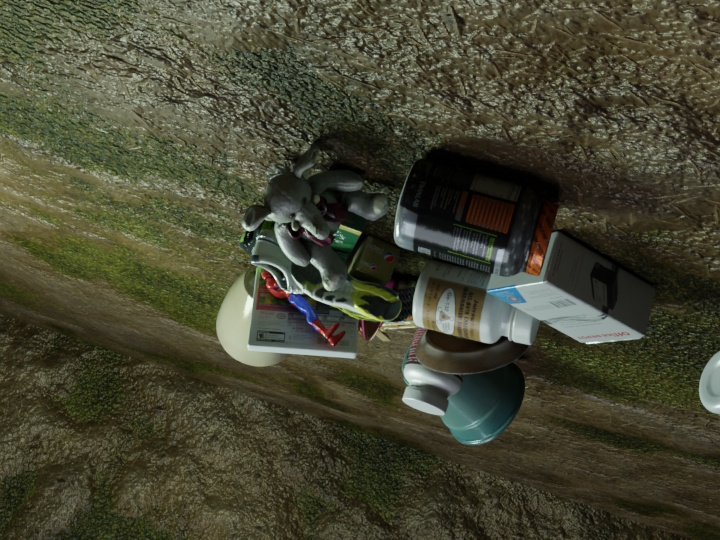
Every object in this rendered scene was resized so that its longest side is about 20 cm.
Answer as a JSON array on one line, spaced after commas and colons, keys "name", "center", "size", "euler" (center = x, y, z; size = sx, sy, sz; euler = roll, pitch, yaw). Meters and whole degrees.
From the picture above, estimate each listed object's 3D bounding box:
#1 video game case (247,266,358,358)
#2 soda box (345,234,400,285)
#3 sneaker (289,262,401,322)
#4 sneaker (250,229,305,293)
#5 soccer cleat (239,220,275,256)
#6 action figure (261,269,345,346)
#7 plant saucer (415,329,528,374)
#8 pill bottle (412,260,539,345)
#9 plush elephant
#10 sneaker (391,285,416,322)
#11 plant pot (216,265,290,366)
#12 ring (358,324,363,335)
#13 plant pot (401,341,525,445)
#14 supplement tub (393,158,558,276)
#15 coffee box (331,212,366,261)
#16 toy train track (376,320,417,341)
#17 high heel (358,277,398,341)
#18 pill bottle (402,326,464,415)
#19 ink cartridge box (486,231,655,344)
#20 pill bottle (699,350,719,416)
[{"name": "video game case", "center": [-0.102, 0.075, 1.853], "size": [0.197, 0.184, 0.023], "euler": [4, 142, -2]}, {"name": "soda box", "center": [0.000, 0.000, 1.770], "size": [0.063, 0.068, 0.200], "euler": [24, 162, -12]}, {"name": "sneaker", "center": [-0.031, 0.041, 1.689], "size": [0.198, 0.075, 0.085], "euler": [27, 161, -1]}, {"name": "sneaker", "center": [-0.106, 0.011, 1.731], "size": [0.199, 0.071, 0.073], "euler": [33, 161, -18]}, {"name": "soccer cleat", "center": [-0.183, -0.052, 1.818], "size": [0.080, 0.068, 0.200], "euler": [18, 166, 6]}, {"name": "action figure", "center": [-0.094, 0.038, 1.814], "size": [0.199, 0.099, 0.065], "euler": [35, 168, 26]}, {"name": "plant saucer", "center": [0.190, 0.117, 1.726], "size": [0.199, 0.200, 0.032], "euler": [6, 117, 37]}, {"name": "pill bottle", "center": [0.195, 0.058, 1.656], "size": [0.198, 0.115, 0.114], "euler": [12, 162, 18]}, {"name": "plush elephant", "center": [-0.076, -0.088, 1.428], "size": [0.200, 0.165, 0.155], "euler": [41, -168, 8]}, {"name": "sneaker", "center": [0.138, 0.049, 1.804], "size": [0.199, 0.071, 0.090], "euler": [-10, -179, 38]}, {"name": "plant pot", "center": [-0.202, 0.072, 2.063], "size": [0.185, 0.189, 0.201], "euler": [19, 151, 1]}, {"name": "ring", "center": [-0.068, 0.059, 1.992], "size": [0.200, 0.019, 0.200], "euler": [41, 177, 3]}, {"name": "plant pot", "center": [0.200, 0.222, 2.048], "size": [0.196, 0.202, 0.199], "euler": [39, 155, -31]}, {"name": "supplement tub", "center": [0.152, -0.065, 1.317], "size": [0.198, 0.124, 0.123], "euler": [17, 163, 10]}, {"name": "coffee box", "center": [-0.062, -0.073, 1.655], "size": [0.122, 0.044, 0.200], "euler": [21, 163, -5]}, {"name": "toy train track", "center": [0.058, 0.104, 2.095], "size": [0.199, 0.033, 0.115], "euler": [-6, 143, 43]}, {"name": "high heel", "center": [0.034, 0.071, 1.888], "size": [0.067, 0.097, 0.200], "euler": [4, 166, -2]}, {"name": "pill bottle", "center": [0.146, 0.160, 1.874], "size": [0.112, 0.202, 0.113], "euler": [18, 163, 6]}, {"name": "ink cartridge box", "center": [0.313, 0.029, 1.492], "size": [0.199, 0.085, 0.145], "euler": [27, 161, -23]}, {"name": "pill bottle", "center": [0.658, 0.209, 1.619], "size": [0.198, 0.113, 0.112], "euler": [24, 162, -15]}]
